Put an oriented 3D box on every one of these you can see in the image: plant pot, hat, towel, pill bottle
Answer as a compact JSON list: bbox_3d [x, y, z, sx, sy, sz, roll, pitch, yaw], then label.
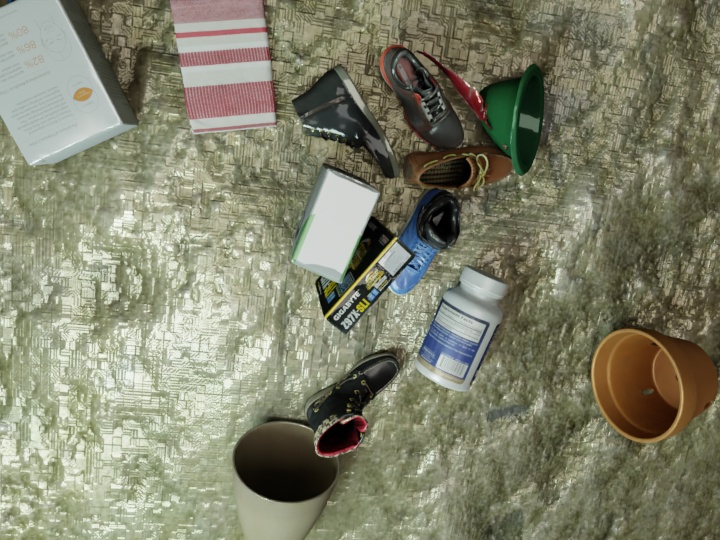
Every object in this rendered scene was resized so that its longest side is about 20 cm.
[{"bbox_3d":[0.548,0.201,1.086,0.138,0.200,0.203,-4,104,-23],"label":"plant pot"},{"bbox_3d":[0.203,-0.269,0.999,0.174,0.165,0.202,11,116,28],"label":"hat"},{"bbox_3d":[-0.213,-0.326,0.940,0.142,0.023,0.203,-7,105,-8],"label":"towel"},{"bbox_3d":[0.181,0.099,1.044,0.110,0.111,0.202,21,99,-12],"label":"pill bottle"},{"bbox_3d":[-0.145,0.408,1.050,0.185,0.188,0.202,9,116,-10],"label":"plant pot"}]

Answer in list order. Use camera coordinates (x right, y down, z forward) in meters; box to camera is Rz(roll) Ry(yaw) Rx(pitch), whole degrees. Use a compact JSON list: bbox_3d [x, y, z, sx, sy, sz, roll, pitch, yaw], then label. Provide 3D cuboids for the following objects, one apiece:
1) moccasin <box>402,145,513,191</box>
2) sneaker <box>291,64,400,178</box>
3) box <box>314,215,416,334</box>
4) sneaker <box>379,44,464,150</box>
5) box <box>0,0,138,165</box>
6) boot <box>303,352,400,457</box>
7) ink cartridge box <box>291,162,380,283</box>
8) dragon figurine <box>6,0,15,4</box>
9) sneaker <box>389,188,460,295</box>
[{"bbox_3d":[0.170,-0.168,0.982,0.199,0.078,0.074,-1,121,-26],"label":"moccasin"},{"bbox_3d":[-0.021,-0.219,0.970,0.106,0.075,0.201,-33,96,6],"label":"sneaker"},{"bbox_3d":[0.000,0.000,0.951,0.049,0.200,0.160,38,96,-16],"label":"box"},{"bbox_3d":[0.103,-0.273,0.961,0.077,0.082,0.200,-43,108,3],"label":"sneaker"},{"bbox_3d":[-0.451,-0.279,0.873,0.151,0.106,0.202,-24,105,-2],"label":"box"},{"bbox_3d":[-0.007,0.231,1.028,0.199,0.151,0.074,-29,105,0],"label":"boot"},{"bbox_3d":[-0.045,-0.082,0.927,0.087,0.200,0.147,22,100,-9],"label":"ink cartridge box"},{"bbox_3d":[-0.514,-0.439,0.853,0.198,0.059,0.100,21,99,-12],"label":"dragon figurine"},{"bbox_3d":[0.104,-0.042,1.001,0.076,0.111,0.202,25,99,-13],"label":"sneaker"}]
